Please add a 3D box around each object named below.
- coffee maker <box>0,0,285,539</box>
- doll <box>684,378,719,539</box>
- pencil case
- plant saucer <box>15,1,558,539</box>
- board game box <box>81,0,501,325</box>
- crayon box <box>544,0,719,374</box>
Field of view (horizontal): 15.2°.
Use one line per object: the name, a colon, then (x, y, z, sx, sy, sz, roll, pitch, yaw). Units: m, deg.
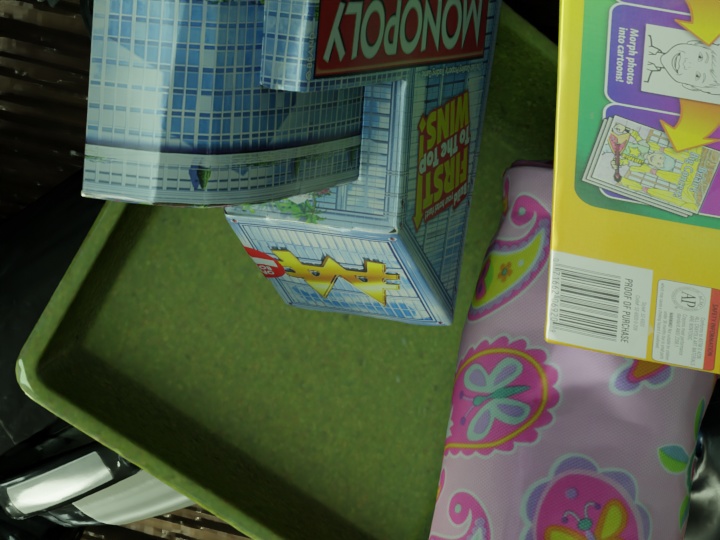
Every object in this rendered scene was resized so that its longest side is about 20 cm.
coffee maker: (-0.123, 0.020, 1.008, 0.199, 0.134, 0.193, -27, 76, 25)
doll: (0.130, 0.091, 0.951, 0.135, 0.049, 0.201, -1, 123, -11)
pencil case: (0.069, 0.066, 0.880, 0.087, 0.087, 0.202, 9, 87, 15)
plant saucer: (0.000, 0.000, 0.912, 0.200, 0.201, 0.048, 35, 165, -25)
board game box: (-0.009, -0.077, 0.799, 0.061, 0.200, 0.202, 7, 100, 21)
crayon box: (0.116, -0.055, 0.744, 0.118, 0.058, 0.201, 10, 137, 11)
